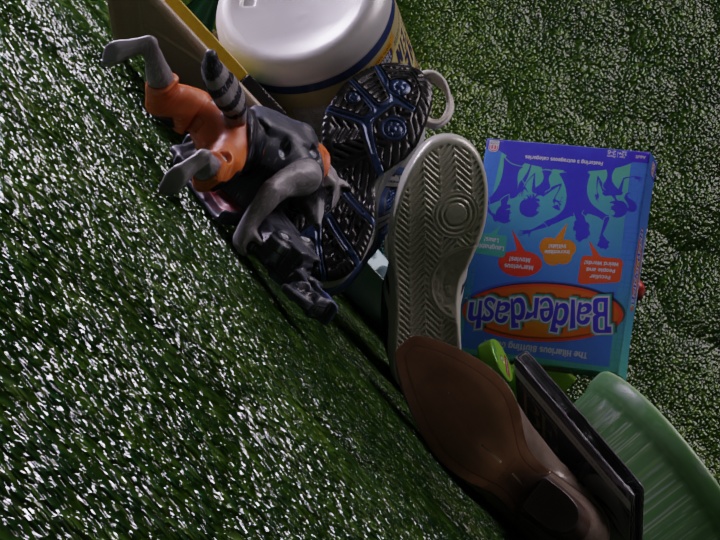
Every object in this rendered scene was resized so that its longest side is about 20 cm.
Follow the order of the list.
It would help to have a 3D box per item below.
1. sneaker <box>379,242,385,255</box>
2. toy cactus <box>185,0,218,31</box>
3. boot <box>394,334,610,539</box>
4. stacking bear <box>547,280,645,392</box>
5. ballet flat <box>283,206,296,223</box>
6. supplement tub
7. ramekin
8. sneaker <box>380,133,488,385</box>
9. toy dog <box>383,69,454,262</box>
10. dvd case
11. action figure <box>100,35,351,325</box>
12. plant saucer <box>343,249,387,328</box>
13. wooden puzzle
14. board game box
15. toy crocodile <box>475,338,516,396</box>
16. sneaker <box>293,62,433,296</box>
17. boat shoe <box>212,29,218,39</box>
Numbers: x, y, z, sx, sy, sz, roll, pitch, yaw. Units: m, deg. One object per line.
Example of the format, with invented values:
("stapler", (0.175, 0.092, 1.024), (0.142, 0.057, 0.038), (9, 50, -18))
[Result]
("sneaker", (0.038, -0.027, 1.754), (0.200, 0.091, 0.078), (48, 4, 3))
("toy cactus", (-0.141, -0.233, 1.488), (0.200, 0.165, 0.102), (44, 24, 17))
("boot", (0.103, 0.136, 1.250), (0.200, 0.070, 0.146), (50, -1, 13))
("stacking bear", (0.170, 0.058, 1.592), (0.121, 0.200, 0.114), (46, 5, -14))
("ballet flat", (-0.065, -0.061, 1.316), (0.066, 0.057, 0.200), (49, 5, 29))
("supplement tub", (-0.025, -0.164, 1.412), (0.144, 0.144, 0.200), (51, -7, 32))
("ramekin", (0.228, 0.193, 1.443), (0.200, 0.098, 0.200), (52, -7, 9))
("sneaker", (0.049, -0.011, 1.312), (0.075, 0.201, 0.085), (7, 14, -10))
("toy dog", (0.026, -0.081, 1.574), (0.132, 0.096, 0.201), (-4, 75, -35))
("dvd case", (0.168, 0.172, 1.322), (0.149, 0.016, 0.200), (51, -18, 36))
("action figure", (-0.065, -0.065, 1.129), (0.200, 0.105, 0.193), (48, 14, 30))
("plant saucer", (0.000, 0.000, 1.524), (0.201, 0.039, 0.201), (48, 5, -5))
("wooden puzzle", (-0.115, -0.147, 1.357), (0.200, 0.037, 0.185), (42, -10, 3))
("board game box", (0.173, -0.011, 1.522), (0.152, 0.201, 0.045), (6, -10, 19))
("toy crocodile", (0.107, 0.108, 1.453), (0.200, 0.067, 0.062), (35, 34, -61))
("sneaker", (-0.003, -0.071, 1.305), (0.076, 0.200, 0.077), (23, -22, 8))
("boat shoe", (-0.120, -0.161, 1.620), (0.201, 0.072, 0.066), (35, -27, 1))
